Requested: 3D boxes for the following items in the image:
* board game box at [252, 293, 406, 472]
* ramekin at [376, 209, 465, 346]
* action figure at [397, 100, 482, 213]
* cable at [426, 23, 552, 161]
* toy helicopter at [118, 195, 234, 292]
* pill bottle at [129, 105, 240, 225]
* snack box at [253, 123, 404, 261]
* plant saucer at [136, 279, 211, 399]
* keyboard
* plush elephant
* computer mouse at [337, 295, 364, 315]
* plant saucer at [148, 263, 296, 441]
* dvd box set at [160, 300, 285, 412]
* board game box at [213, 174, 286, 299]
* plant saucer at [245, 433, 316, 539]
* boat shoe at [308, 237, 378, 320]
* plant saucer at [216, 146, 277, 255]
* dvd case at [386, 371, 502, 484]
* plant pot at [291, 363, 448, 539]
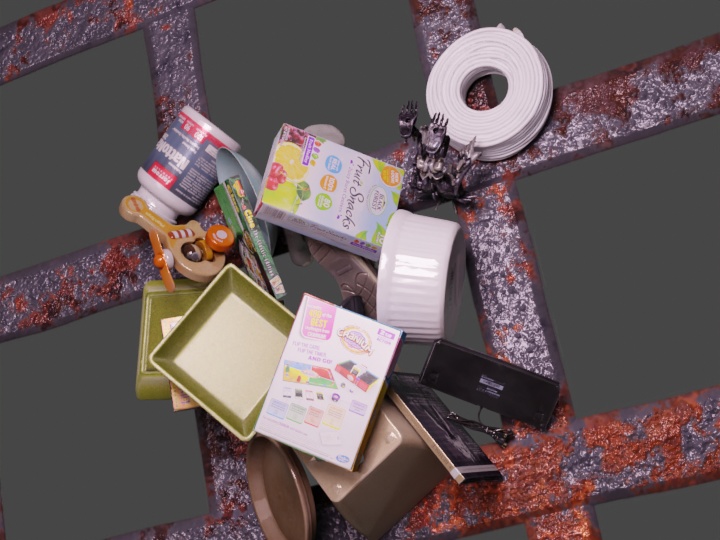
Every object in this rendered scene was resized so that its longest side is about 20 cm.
[{"bbox_3d":[-0.041,0.152,1.537,0.151,0.040,0.202,20,85,14],"label":"board game box"},{"bbox_3d":[0.093,0.016,1.649,0.096,0.200,0.203,6,78,15],"label":"ramekin"},{"bbox_3d":[0.122,-0.170,1.693,0.118,0.201,0.103,18,68,26],"label":"action figure"},{"bbox_3d":[0.201,-0.276,1.748,0.199,0.069,0.201,-37,66,8],"label":"cable"},{"bbox_3d":[-0.308,-0.048,1.798,0.199,0.132,0.079,36,134,5],"label":"toy helicopter"},{"bbox_3d":[-0.303,-0.162,1.887,0.119,0.119,0.201,36,91,25],"label":"pill bottle"},{"bbox_3d":[-0.044,-0.115,1.652,0.198,0.053,0.144,20,61,-12],"label":"snack box"},{"bbox_3d":[-0.285,0.106,1.841,0.197,0.048,0.203,-3,75,20],"label":"plant saucer"},{"bbox_3d":[0.179,0.181,1.619,0.198,0.021,0.128,21,110,0],"label":"keyboard"},{"bbox_3d":[-0.063,-0.133,1.771,0.153,0.201,0.166,-19,67,-7],"label":"plush elephant"},{"bbox_3d":[-0.043,0.137,1.699,0.046,0.141,0.201,36,82,23],"label":"computer mouse"},{"bbox_3d":[-0.189,0.128,1.727,0.199,0.048,0.200,38,72,4],"label":"plant saucer"},{"bbox_3d":[-0.206,0.134,1.766,0.197,0.029,0.148,-9,78,-11],"label":"dvd box set"},{"bbox_3d":[-0.177,-0.047,1.783,0.023,0.105,0.202,-22,93,-19],"label":"board game box"},{"bbox_3d":[-0.117,0.335,1.673,0.029,0.201,0.202,-12,64,-29],"label":"plant saucer"},{"bbox_3d":[0.000,0.000,1.718,0.074,0.074,0.201,-20,113,32],"label":"boat shoe"},{"bbox_3d":[-0.173,-0.107,1.802,0.038,0.202,0.202,-22,65,-19],"label":"plant saucer"},{"bbox_3d":[0.111,0.223,1.610,0.016,0.148,0.200,-47,65,14],"label":"dvd case"},{"bbox_3d":[0.003,0.249,1.630,0.200,0.177,0.200,-43,66,6],"label":"plant pot"}]
